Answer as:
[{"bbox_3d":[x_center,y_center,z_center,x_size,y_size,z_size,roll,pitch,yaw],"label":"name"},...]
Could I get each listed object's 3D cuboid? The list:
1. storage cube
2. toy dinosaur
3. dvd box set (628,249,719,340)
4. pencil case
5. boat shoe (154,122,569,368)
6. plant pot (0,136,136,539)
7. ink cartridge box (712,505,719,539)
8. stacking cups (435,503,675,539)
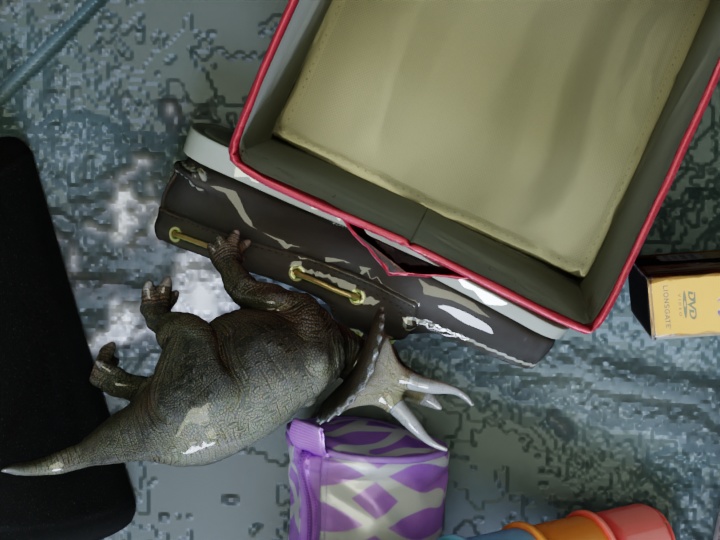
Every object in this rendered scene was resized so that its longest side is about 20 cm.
[{"bbox_3d":[0.059,-0.095,0.953,0.170,0.180,0.201,25,98,1],"label":"storage cube"},{"bbox_3d":[-0.059,0.045,0.952,0.199,0.102,0.078,-16,125,-26],"label":"toy dinosaur"},{"bbox_3d":[0.221,0.004,0.970,0.198,0.146,0.030,-4,94,5],"label":"dvd box set"},{"bbox_3d":[-0.010,0.168,1.032,0.085,0.084,0.202,3,96,-38],"label":"pencil case"},{"bbox_3d":[0.000,0.000,1.024,0.200,0.072,0.061,27,102,7],"label":"boat shoe"},{"bbox_3d":[-0.236,0.064,0.990,0.198,0.177,0.201,-15,94,6],"label":"plant pot"},{"bbox_3d":[0.231,0.180,1.025,0.146,0.076,0.202,11,98,2],"label":"ink cartridge box"},{"bbox_3d":[0.057,0.140,0.993,0.199,0.060,0.061,-10,97,-37],"label":"stacking cups"}]
